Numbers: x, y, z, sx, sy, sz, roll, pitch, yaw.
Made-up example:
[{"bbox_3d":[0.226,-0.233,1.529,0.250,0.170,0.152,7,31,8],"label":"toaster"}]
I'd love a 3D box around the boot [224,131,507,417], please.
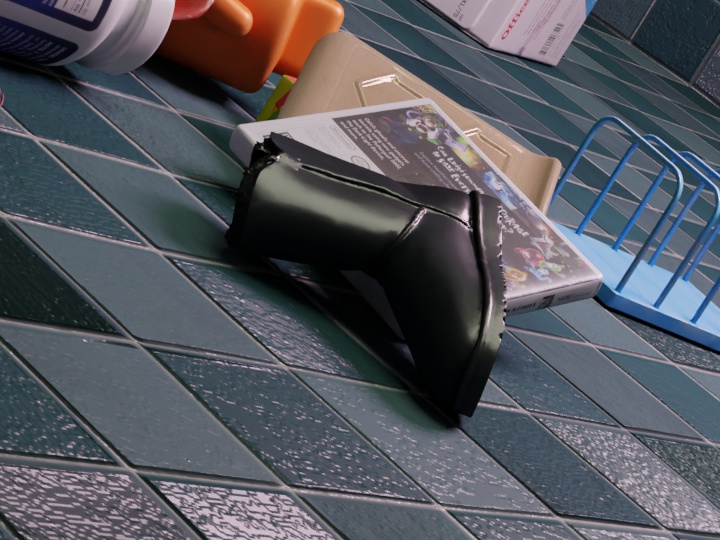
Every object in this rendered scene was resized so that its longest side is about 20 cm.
[{"bbox_3d":[0.000,0.000,1.575,0.168,0.077,0.200,14,36,-8],"label":"boot"}]

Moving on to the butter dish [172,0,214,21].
[{"bbox_3d":[-0.173,-0.294,1.841,0.199,0.200,0.148,12,-38,20],"label":"butter dish"}]

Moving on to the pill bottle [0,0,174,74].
[{"bbox_3d":[-0.222,-0.199,1.698,0.200,0.116,0.116,19,18,-46],"label":"pill bottle"}]

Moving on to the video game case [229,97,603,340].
[{"bbox_3d":[0.037,-0.038,1.727,0.182,0.023,0.200,-12,48,-42],"label":"video game case"}]

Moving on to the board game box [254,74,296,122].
[{"bbox_3d":[0.021,-0.085,1.975,0.102,0.048,0.200,40,16,34],"label":"board game box"}]

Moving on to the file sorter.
[{"bbox_3d":[0.267,-0.026,2.152,0.200,0.123,0.139,22,17,-38],"label":"file sorter"}]

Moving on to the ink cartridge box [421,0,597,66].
[{"bbox_3d":[0.176,-0.347,3.062,0.146,0.147,0.200,38,14,23],"label":"ink cartridge box"}]

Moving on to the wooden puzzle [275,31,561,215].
[{"bbox_3d":[0.032,-0.065,1.826,0.200,0.046,0.185,29,38,-5],"label":"wooden puzzle"}]

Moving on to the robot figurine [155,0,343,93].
[{"bbox_3d":[-0.114,-0.208,1.953,0.200,0.117,0.144,23,40,-6],"label":"robot figurine"}]

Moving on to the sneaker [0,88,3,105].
[{"bbox_3d":[-0.261,-0.141,1.538,0.095,0.079,0.200,49,2,-34],"label":"sneaker"}]
